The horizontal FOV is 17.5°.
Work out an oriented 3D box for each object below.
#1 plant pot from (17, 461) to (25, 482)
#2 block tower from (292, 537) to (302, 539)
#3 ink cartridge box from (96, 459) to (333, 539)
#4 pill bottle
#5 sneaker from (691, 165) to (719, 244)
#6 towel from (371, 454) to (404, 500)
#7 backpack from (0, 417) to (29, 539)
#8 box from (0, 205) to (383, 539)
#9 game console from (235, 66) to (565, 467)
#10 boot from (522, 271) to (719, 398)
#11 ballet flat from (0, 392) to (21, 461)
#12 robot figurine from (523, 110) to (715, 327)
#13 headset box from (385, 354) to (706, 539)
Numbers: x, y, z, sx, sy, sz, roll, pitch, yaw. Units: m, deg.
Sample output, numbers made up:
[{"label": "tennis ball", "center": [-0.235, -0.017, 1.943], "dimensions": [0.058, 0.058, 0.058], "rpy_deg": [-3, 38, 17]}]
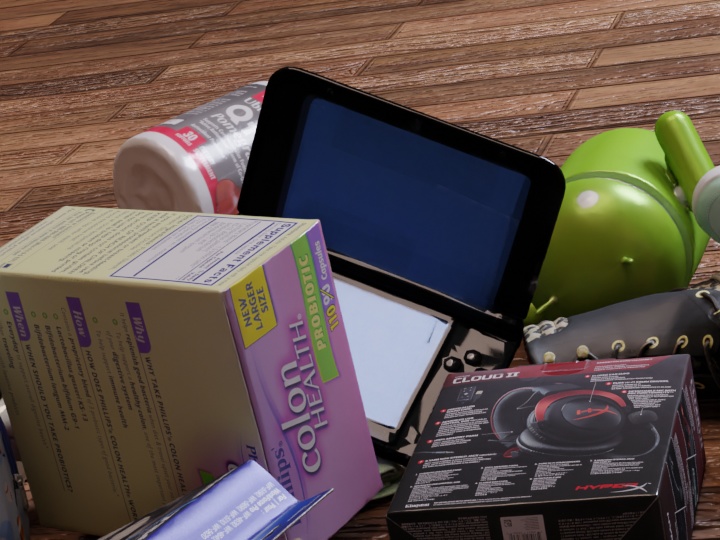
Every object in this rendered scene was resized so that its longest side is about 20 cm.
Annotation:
[{"label": "plant pot", "center": [-0.326, 0.115, 1.529], "dimensions": [0.200, 0.093, 0.201], "rpy_deg": [-9, 20, 3]}, {"label": "block tower", "center": [-0.005, 0.193, 1.184], "dimensions": [0.054, 0.058, 0.200], "rpy_deg": [-23, 24, -26]}, {"label": "ink cartridge box", "center": [-0.112, 0.155, 1.257], "dimensions": [0.200, 0.039, 0.099], "rpy_deg": [-29, 4, 40]}, {"label": "pill bottle", "center": [-0.097, -0.091, 1.929], "dimensions": [0.111, 0.111, 0.200], "rpy_deg": [9, 29, 45]}, {"label": "sneaker", "center": [0.288, -0.003, 1.438], "dimensions": [0.200, 0.074, 0.118], "rpy_deg": [23, 29, 15]}, {"label": "towel", "center": [-0.081, 0.127, 1.461], "dimensions": [0.152, 0.023, 0.200], "rpy_deg": [-22, 24, -23]}, {"label": "backpack", "center": [-0.287, 0.112, 1.359], "dimensions": [0.199, 0.191, 0.154], "rpy_deg": [-13, 0, 9]}, {"label": "box", "center": [-0.108, 0.063, 1.362], "dimensions": [0.200, 0.176, 0.097], "rpy_deg": [4, 28, 37]}, {"label": "game console", "center": [0.000, 0.000, 1.423], "dimensions": [0.200, 0.117, 0.176], "rpy_deg": [21, 57, 13]}, {"label": "boot", "center": [0.184, 0.060, 1.419], "dimensions": [0.153, 0.074, 0.204], "rpy_deg": [-14, 13, -1]}, {"label": "ballet flat", "center": [-0.247, 0.082, 1.466], "dimensions": [0.200, 0.067, 0.070], "rpy_deg": [27, 41, -4]}, {"label": "robot figurine", "center": [0.174, -0.025, 1.583], "dimensions": [0.175, 0.116, 0.200], "rpy_deg": [-34, 7, 28]}, {"label": "headset box", "center": [0.110, 0.115, 1.300], "dimensions": [0.148, 0.075, 0.200], "rpy_deg": [-6, 21, 15]}]
